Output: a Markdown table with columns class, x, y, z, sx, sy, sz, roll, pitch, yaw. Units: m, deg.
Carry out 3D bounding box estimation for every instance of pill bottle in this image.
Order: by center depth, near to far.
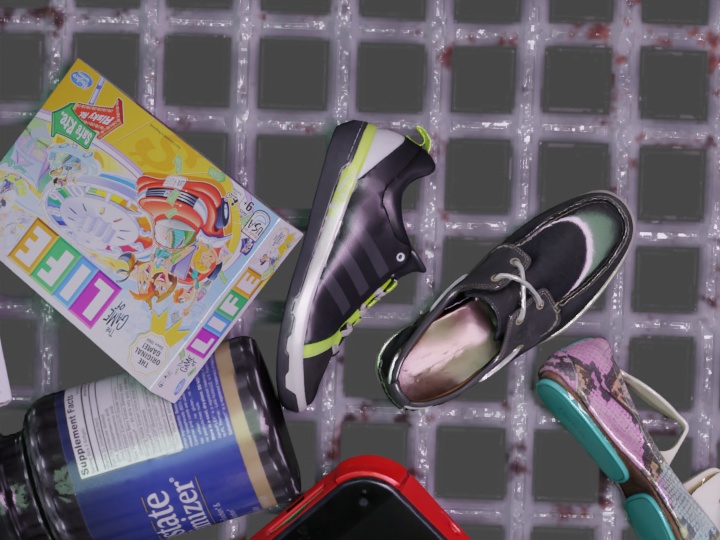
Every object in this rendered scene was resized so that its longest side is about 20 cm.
| class | x | y | z | sx | sy | sz | roll | pitch | yaw |
| --- | --- | --- | --- | --- | --- | --- | --- | --- | --- |
| pill bottle | -0.147 | 0.121 | 1.718 | 0.200 | 0.112 | 0.112 | -17 | 92 | 1 |

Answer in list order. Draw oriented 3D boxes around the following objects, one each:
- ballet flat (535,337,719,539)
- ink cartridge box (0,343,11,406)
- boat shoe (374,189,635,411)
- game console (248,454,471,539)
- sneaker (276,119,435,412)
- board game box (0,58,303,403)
| class | x | y | z | sx | sy | sz | roll | pitch | yaw |
| --- | --- | --- | --- | --- | --- | --- | --- | --- | --- |
| ballet flat | 0.191 | 0.129 | 1.744 | 0.071 | 0.069 | 0.200 | -34 | 91 | -18 |
| ink cartridge box | -0.326 | 0.002 | 1.709 | 0.196 | 0.043 | 0.200 | -10 | 93 | 30 |
| boat shoe | 0.097 | 0.022 | 1.736 | 0.200 | 0.068 | 0.072 | -37 | 89 | 0 |
| game console | -0.003 | 0.231 | 1.733 | 0.200 | 0.031 | 0.177 | -41 | 99 | 21 |
| sneaker | 0.000 | 0.000 | 1.733 | 0.083 | 0.072 | 0.200 | 15 | 92 | -1 |
| board game box | -0.148 | -0.027 | 1.703 | 0.200 | 0.034 | 0.134 | 38 | 92 | 31 |
